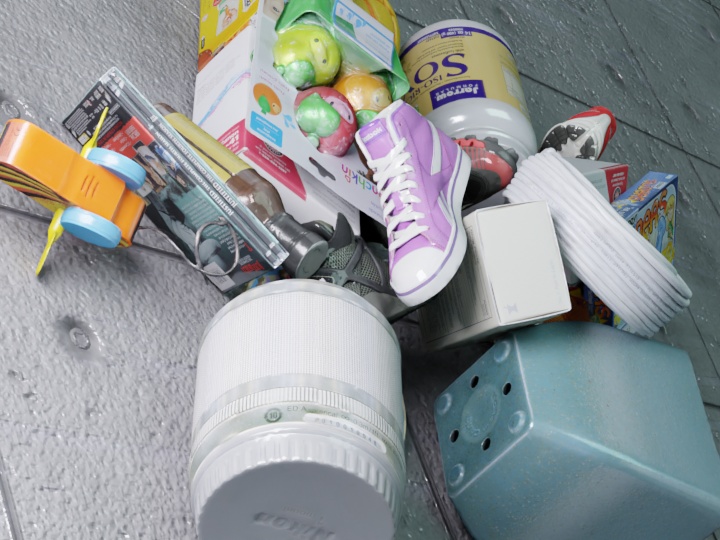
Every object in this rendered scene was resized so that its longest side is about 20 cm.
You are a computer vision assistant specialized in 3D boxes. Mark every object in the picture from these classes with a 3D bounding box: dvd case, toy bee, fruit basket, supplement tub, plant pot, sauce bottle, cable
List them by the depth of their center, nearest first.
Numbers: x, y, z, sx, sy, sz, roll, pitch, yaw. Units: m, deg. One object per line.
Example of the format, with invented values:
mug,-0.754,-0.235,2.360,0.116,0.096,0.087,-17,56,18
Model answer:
toy bee,-0.208,-0.044,1.378,0.131,0.108,0.200,-49,115,-25
dvd case,-0.152,-0.068,1.454,0.200,0.146,0.022,48,68,-7
sauce bottle,-0.112,-0.063,1.504,0.200,0.065,0.065,39,22,23
fruit basket,-0.023,-0.153,1.603,0.185,0.094,0.201,34,35,-30
plant pot,0.179,0.161,1.613,0.199,0.196,0.197,26,36,-30
cable,0.215,-0.025,1.650,0.200,0.069,0.200,46,6,6
supplement tub,0.110,-0.155,1.931,0.145,0.145,0.201,31,33,-32

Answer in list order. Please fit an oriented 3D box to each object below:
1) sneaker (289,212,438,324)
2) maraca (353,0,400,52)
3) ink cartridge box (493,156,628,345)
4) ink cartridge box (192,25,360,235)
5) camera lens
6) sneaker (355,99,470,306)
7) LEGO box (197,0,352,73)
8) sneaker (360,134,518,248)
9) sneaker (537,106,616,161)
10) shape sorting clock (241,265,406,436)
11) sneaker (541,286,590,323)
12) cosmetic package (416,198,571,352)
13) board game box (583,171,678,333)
sneaker,0.000,0.000,1.573,0.115,0.076,0.199,62,27,7
maraca,-0.016,-0.239,1.875,0.137,0.107,0.200,52,20,-16
ink cartridge box,0.205,-0.008,1.843,0.144,0.083,0.202,-15,111,-61
ink cartridge box,-0.078,-0.109,1.657,0.147,0.085,0.201,35,33,-28
camera lens,-0.046,0.118,1.345,0.160,0.160,0.201,36,31,-27
sneaker,0.032,-0.064,1.531,0.114,0.072,0.201,44,31,-28
LEGO box,-0.085,-0.279,1.781,0.077,0.149,0.201,34,32,-29
sneaker,0.057,-0.068,1.714,0.071,0.199,0.098,57,36,-32
sneaker,0.218,-0.108,1.978,0.077,0.200,0.085,49,49,3
shape sorting clock,-0.028,0.081,1.549,0.199,0.039,0.201,36,31,-26
sneaker,0.202,0.063,1.739,0.201,0.077,0.073,56,-20,-22
cosmetic package,0.111,0.008,1.623,0.072,0.200,0.105,-10,85,-19
board game box,0.278,-0.011,1.854,0.200,0.034,0.137,-35,128,-57
